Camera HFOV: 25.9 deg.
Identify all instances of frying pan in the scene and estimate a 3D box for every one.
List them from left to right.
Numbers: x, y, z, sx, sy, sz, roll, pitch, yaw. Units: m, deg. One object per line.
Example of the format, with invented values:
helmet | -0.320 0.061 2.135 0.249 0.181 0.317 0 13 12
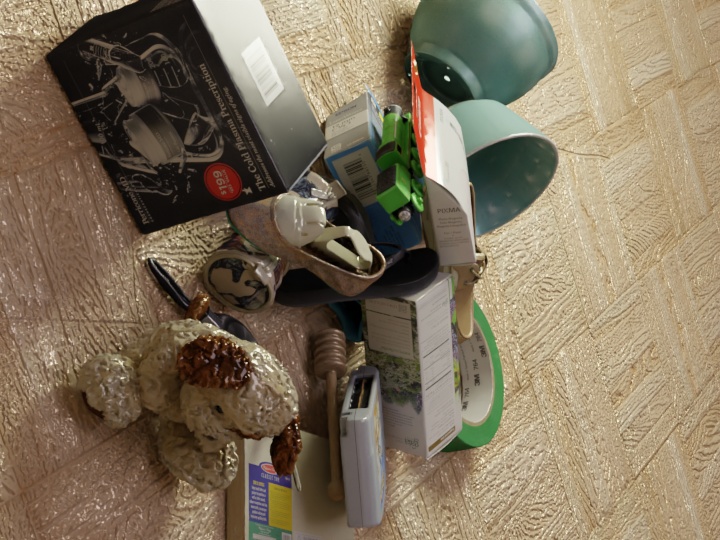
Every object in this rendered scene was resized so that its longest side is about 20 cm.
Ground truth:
frying pan | -0.141 0.058 1.572 0.192 0.031 0.115 64 18 -4

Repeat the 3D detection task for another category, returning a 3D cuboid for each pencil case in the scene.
pencil case | -0.090 -0.034 1.639 0.078 0.089 0.200 49 38 -12

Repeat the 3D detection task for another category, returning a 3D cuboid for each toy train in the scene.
toy train | 0.042 -0.121 1.734 0.056 0.041 0.201 48 23 -26

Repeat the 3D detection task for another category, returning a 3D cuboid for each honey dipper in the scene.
honey dipper | -0.031 0.156 1.683 0.038 0.038 0.202 41 36 -44

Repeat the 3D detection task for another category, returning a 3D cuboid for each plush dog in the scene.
plush dog | -0.127 0.104 1.409 0.200 0.170 0.162 46 64 -41

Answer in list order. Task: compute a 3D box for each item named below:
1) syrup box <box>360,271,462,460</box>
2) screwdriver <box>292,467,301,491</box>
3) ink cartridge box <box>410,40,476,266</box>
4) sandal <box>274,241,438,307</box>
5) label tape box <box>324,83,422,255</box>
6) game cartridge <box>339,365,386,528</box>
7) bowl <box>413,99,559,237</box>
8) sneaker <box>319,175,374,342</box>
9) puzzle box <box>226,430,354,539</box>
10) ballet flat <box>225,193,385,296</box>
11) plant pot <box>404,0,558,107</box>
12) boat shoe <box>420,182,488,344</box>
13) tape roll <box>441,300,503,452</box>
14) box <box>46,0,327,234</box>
syrup box | 0.059 0.103 1.775 0.081 0.078 0.203 -33 126 -46
screwdriver | -0.072 0.164 1.558 0.029 0.028 0.200 22 20 -26
ink cartridge box | 0.093 -0.131 1.747 0.164 0.056 0.202 -90 174 -48
sandal | 0.000 0.000 1.702 0.198 0.076 0.043 -11 117 -25
label tape box | 0.014 -0.120 1.857 0.201 0.065 0.144 -94 158 -65
game cartridge | 0.005 0.192 1.670 0.200 0.041 0.135 -75 157 -77
bowl | 0.143 -0.141 1.997 0.200 0.200 0.106 21 35 -54
sneaker | -0.021 -0.013 1.763 0.201 0.073 0.082 60 42 -20
puzzle box | -0.071 0.232 1.629 0.199 0.025 0.135 27 57 -52
ballet flat | -0.047 -0.037 1.569 0.199 0.067 0.069 29 52 -42
plant pot | 0.140 -0.284 2.048 0.134 0.199 0.201 -49 124 -22
boat shoe | 0.118 -0.008 1.891 0.071 0.064 0.203 -31 116 -60
tape roll | 0.112 0.123 1.954 0.200 0.048 0.203 29 55 -51
box | -0.162 -0.160 1.480 0.202 0.180 0.104 63 34 -20
